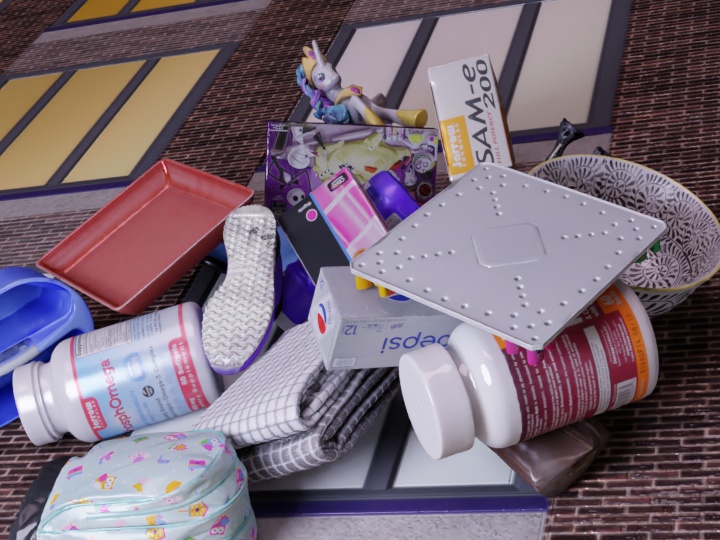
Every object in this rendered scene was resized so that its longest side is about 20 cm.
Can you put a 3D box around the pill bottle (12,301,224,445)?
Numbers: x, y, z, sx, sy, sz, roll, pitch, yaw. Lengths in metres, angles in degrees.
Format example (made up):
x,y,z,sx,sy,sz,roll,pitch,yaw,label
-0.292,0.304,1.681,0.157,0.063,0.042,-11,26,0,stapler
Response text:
x,y,z,sx,sy,sz,roll,pitch,yaw,label
-0.246,0.110,1.379,0.198,0.110,0.109,-17,30,-1,pill bottle

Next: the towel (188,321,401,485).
x,y,z,sx,sy,sz,roll,pitch,yaw,label
-0.050,0.118,1.260,0.165,0.086,0.200,-23,15,41,towel

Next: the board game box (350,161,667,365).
x,y,z,sx,sy,sz,roll,pitch,yaw,label
0.126,-0.012,1.148,0.199,0.026,0.199,23,45,35,board game box

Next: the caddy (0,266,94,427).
x,y,z,sx,sy,sz,roll,pitch,yaw,label
-0.386,0.084,1.458,0.199,0.143,0.105,-31,30,-21,caddy

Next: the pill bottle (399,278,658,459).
x,y,z,sx,sy,sz,roll,pitch,yaw,label
0.139,0.083,1.131,0.198,0.111,0.110,-17,30,-13,pill bottle

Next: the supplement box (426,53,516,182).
x,y,z,sx,sy,sz,roll,pitch,yaw,label
0.131,-0.159,1.528,0.073,0.128,0.200,-13,-3,8,supplement box

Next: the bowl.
x,y,z,sx,sy,sz,roll,pitch,yaw,label
0.234,-0.013,1.276,0.198,0.095,0.202,8,38,-7,bowl

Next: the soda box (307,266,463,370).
x,y,z,sx,sy,sz,roll,pitch,yaw,label
0.058,0.039,1.197,0.197,0.064,0.069,-2,43,-21,soda box

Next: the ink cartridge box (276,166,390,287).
x,y,z,sx,sy,sz,roll,pitch,yaw,label
0.000,0.000,1.381,0.094,0.037,0.201,-36,68,9,ink cartridge box

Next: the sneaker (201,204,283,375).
x,y,z,sx,sy,sz,roll,pitch,yaw,label
-0.111,0.037,1.386,0.069,0.100,0.202,1,50,9,sneaker

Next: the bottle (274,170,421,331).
x,y,z,sx,sy,sz,roll,pitch,yaw,label
-0.021,-0.017,1.456,0.200,0.065,0.084,-45,21,4,bottle

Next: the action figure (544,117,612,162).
x,y,z,sx,sy,sz,roll,pitch,yaw,label
0.191,-0.055,1.443,0.119,0.102,0.201,43,103,26,action figure

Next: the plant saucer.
x,y,z,sx,sy,sz,roll,pitch,yaw,label
-0.231,-0.033,1.478,0.200,0.037,0.199,-42,36,-22,plant saucer

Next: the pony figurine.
x,y,z,sx,sy,sz,roll,pitch,yaw,label
-0.001,-0.171,1.670,0.166,0.194,0.200,-35,54,-23,pony figurine

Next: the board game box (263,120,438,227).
x,y,z,sx,sy,sz,roll,pitch,yaw,label
-0.011,-0.107,1.550,0.197,0.122,0.032,1,11,-8,board game box

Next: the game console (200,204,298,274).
x,y,z,sx,sy,sz,roll,pitch,yaw,label
-0.127,-0.049,1.566,0.175,0.117,0.200,-36,35,-14,game console

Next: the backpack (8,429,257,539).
x,y,z,sx,sy,sz,roll,pitch,yaw,label
-0.190,0.214,1.167,0.197,0.128,0.167,-6,28,11,backpack

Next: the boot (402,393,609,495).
x,y,z,sx,sy,sz,roll,pitch,yaw,label
0.165,0.112,1.226,0.186,0.065,0.199,-33,37,-27,boot
